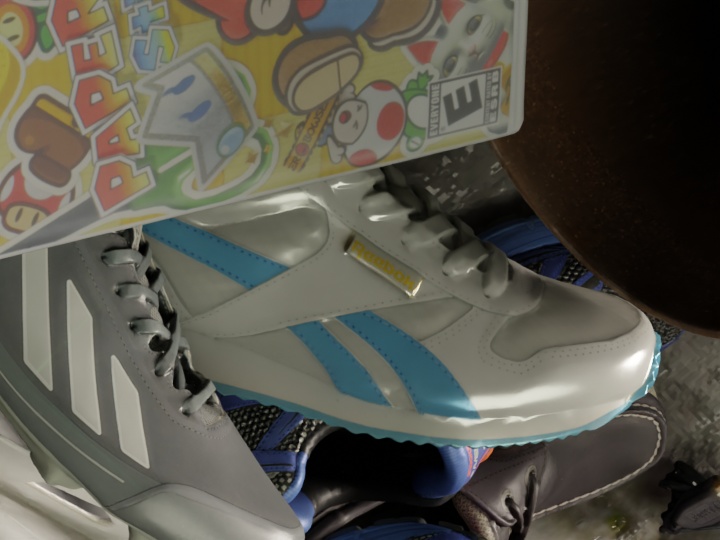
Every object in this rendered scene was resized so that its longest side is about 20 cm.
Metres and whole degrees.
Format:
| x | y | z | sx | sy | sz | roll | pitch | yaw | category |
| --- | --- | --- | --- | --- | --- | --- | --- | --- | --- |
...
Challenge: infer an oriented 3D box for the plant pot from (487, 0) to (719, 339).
| x | y | z | sx | sy | sz | roll | pitch | yaw | category |
| --- | --- | --- | --- | --- | --- | --- | --- | --- | --- |
| 0.153 | -0.107 | 0.774 | 0.199 | 0.187 | 0.188 | -30 | 139 | -25 | plant pot |

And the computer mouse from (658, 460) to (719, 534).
| x | y | z | sx | sy | sz | roll | pitch | yaw | category |
| --- | --- | --- | --- | --- | --- | --- | --- | --- | --- |
| 0.205 | 0.066 | 0.987 | 0.140 | 0.046 | 0.200 | -2 | 167 | -30 | computer mouse |

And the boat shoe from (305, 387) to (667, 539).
| x | y | z | sx | sy | sz | roll | pitch | yaw | category |
| --- | --- | --- | --- | --- | --- | --- | --- | --- | --- |
| 0.033 | 0.088 | 0.937 | 0.199 | 0.065 | 0.072 | -11 | 131 | -24 | boat shoe |

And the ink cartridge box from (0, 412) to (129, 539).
| x | y | z | sx | sy | sz | roll | pitch | yaw | category |
| --- | --- | --- | --- | --- | --- | --- | --- | --- | --- |
| -0.156 | 0.123 | 0.811 | 0.200 | 0.125 | 0.128 | -43 | 136 | 9 | ink cartridge box |

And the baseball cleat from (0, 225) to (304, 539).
| x | y | z | sx | sy | sz | roll | pitch | yaw | category |
| --- | --- | --- | --- | --- | --- | --- | --- | --- | --- |
| -0.077 | 0.004 | 0.729 | 0.200 | 0.070 | 0.107 | 40 | 98 | -4 | baseball cleat |

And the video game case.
| x | y | z | sx | sy | sz | roll | pitch | yaw | category |
| --- | --- | --- | --- | --- | --- | --- | --- | --- | --- |
| -0.031 | -0.113 | 0.660 | 0.181 | 0.023 | 0.201 | -15 | 121 | -29 | video game case |

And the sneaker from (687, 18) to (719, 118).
| x | y | z | sx | sy | sz | roll | pitch | yaw | category |
| --- | --- | --- | --- | --- | --- | --- | --- | --- | --- |
| 0.185 | -0.005 | 0.883 | 0.113 | 0.076 | 0.201 | -12 | 111 | 19 | sneaker |

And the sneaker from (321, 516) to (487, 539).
| x | y | z | sx | sy | sz | roll | pitch | yaw | category |
| --- | --- | --- | --- | --- | --- | --- | --- | --- | --- |
| -0.023 | 0.163 | 0.819 | 0.200 | 0.078 | 0.075 | -45 | 118 | 6 | sneaker |

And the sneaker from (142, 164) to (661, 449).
| x | y | z | sx | sy | sz | roll | pitch | yaw | category |
| --- | --- | --- | --- | --- | --- | --- | --- | --- | --- |
| 0.000 | 0.000 | 0.785 | 0.199 | 0.077 | 0.081 | 12 | 108 | -4 | sneaker |

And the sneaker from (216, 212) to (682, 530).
| x | y | z | sx | sy | sz | roll | pitch | yaw | category |
| --- | --- | --- | --- | --- | --- | --- | --- | --- | --- |
| 0.031 | 0.043 | 0.875 | 0.199 | 0.079 | 0.076 | -20 | 135 | -14 | sneaker |
